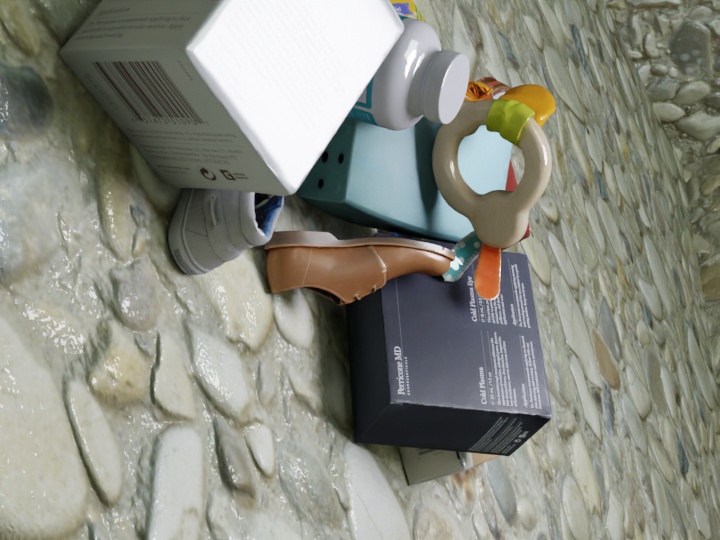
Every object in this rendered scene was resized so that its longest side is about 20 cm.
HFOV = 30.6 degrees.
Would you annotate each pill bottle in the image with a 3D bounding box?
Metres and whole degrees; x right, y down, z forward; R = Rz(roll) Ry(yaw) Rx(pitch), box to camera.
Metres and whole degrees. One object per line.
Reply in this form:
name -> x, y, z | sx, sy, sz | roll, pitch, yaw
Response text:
pill bottle -> 0.004, -0.204, 1.298 | 0.111, 0.199, 0.111 | -50, 151, -42

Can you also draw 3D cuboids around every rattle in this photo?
rattle -> 0.145, -0.085, 1.380 | 0.143, 0.130, 0.201 | -64, 149, -73

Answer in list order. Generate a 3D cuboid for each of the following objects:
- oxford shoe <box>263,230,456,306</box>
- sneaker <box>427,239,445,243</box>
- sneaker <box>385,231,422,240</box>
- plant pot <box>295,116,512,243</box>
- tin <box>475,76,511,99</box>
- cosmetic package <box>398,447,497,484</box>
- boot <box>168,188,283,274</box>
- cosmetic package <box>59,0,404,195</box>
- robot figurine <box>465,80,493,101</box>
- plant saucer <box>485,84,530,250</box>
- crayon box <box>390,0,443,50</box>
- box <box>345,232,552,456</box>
oxford shoe -> 0.000, 0.000, 1.307 | 0.071, 0.199, 0.072 | 160, -71, -72
sneaker -> 0.119, -0.042, 1.554 | 0.081, 0.076, 0.200 | 52, 8, -31
sneaker -> 0.096, 0.020, 1.589 | 0.201, 0.088, 0.075 | 69, 24, -4
plant pot -> 0.038, -0.109, 1.420 | 0.199, 0.141, 0.142 | 7, 93, -38
tin -> 0.164, -0.168, 1.803 | 0.112, 0.042, 0.201 | -33, 141, -42
cosmetic package -> 0.110, 0.178, 1.521 | 0.200, 0.071, 0.106 | -3, 75, -67
boot -> -0.107, -0.082, 1.181 | 0.074, 0.095, 0.201 | 52, 29, -39
cosmetic package -> -0.102, -0.192, 1.095 | 0.200, 0.164, 0.165 | -57, 132, -24
robot figurine -> 0.055, -0.239, 1.595 | 0.200, 0.058, 0.145 | 35, 47, 2
plant saucer -> 0.134, -0.113, 1.708 | 0.037, 0.200, 0.201 | -10, 81, -25
crayon box -> 0.001, -0.287, 1.510 | 0.126, 0.052, 0.200 | -28, 84, -32
box -> 0.087, 0.079, 1.386 | 0.181, 0.104, 0.201 | 9, 57, -20
